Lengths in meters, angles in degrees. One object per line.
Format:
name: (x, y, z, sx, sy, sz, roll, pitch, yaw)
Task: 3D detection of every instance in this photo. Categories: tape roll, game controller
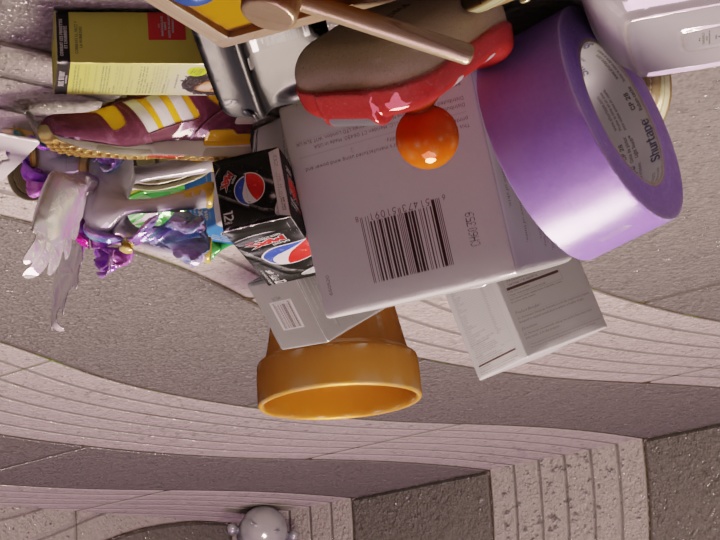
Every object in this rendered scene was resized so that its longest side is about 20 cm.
tape roll: (0.188, -0.116, 1.518, 0.085, 0.201, 0.200, -28, 155, 27)
game controller: (-0.079, -0.193, 1.409, 0.104, 0.042, 0.200, -24, 148, -5)

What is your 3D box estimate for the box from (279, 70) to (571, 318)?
box: (0.059, -0.077, 1.601, 0.198, 0.201, 0.131, -14, 178, 28)

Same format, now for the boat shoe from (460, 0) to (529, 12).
boat shoe: (0.142, -0.245, 1.315, 0.063, 0.074, 0.201, 10, 152, -28)

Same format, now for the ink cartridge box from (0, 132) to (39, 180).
ink cartridge box: (-0.381, -0.139, 1.519, 0.199, 0.067, 0.116, 10, 159, -28)

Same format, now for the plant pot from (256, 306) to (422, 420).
plant pot: (-0.031, 0.073, 2.184, 0.199, 0.184, 0.200, -4, 164, -1)

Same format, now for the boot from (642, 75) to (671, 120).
boot: (0.187, -0.151, 1.666, 0.154, 0.073, 0.200, 4, 163, -19)

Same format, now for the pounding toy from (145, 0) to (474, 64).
pounding toy: (-0.047, -0.217, 1.221, 0.183, 0.143, 0.200, -11, 163, 25)

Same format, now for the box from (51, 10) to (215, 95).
box: (-0.157, -0.181, 1.494, 0.199, 0.050, 0.075, -1, 163, -11)

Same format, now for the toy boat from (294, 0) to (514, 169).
toy boat: (0.045, -0.144, 1.424, 0.130, 0.131, 0.200, 1, -153, 36)

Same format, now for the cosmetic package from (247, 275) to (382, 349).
cosmetic package: (0.000, 0.000, 1.839, 0.200, 0.091, 0.107, -33, -171, -31)

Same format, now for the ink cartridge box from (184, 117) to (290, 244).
ink cartridge box: (-0.060, -0.088, 1.787, 0.144, 0.085, 0.199, 9, 159, -42)

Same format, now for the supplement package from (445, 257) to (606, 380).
supplement package: (0.156, -0.004, 1.894, 0.109, 0.201, 0.114, -18, 173, -28)

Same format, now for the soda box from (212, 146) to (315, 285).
soda box: (-0.080, -0.046, 1.637, 0.063, 0.071, 0.200, -13, 164, 6)

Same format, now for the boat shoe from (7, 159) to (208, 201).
boat shoe: (-0.235, -0.108, 1.712, 0.199, 0.075, 0.068, -6, -175, -2)

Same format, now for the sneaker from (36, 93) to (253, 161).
sneaker: (-0.186, -0.142, 1.555, 0.199, 0.091, 0.075, -1, -175, -33)

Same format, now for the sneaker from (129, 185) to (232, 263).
sneaker: (-0.177, -0.051, 1.886, 0.199, 0.084, 0.074, 0, 164, -15)

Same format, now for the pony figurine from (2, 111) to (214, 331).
pony figurine: (-0.233, -0.056, 1.622, 0.199, 0.194, 0.167, 3, 154, -4)

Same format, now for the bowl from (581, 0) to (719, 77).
bowl: (0.275, -0.220, 1.436, 0.198, 0.075, 0.200, -8, 163, 11)

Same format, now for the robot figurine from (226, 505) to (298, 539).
robot figurine: (-0.231, 0.615, 4.198, 0.169, 0.114, 0.200, 4, 163, -7)
